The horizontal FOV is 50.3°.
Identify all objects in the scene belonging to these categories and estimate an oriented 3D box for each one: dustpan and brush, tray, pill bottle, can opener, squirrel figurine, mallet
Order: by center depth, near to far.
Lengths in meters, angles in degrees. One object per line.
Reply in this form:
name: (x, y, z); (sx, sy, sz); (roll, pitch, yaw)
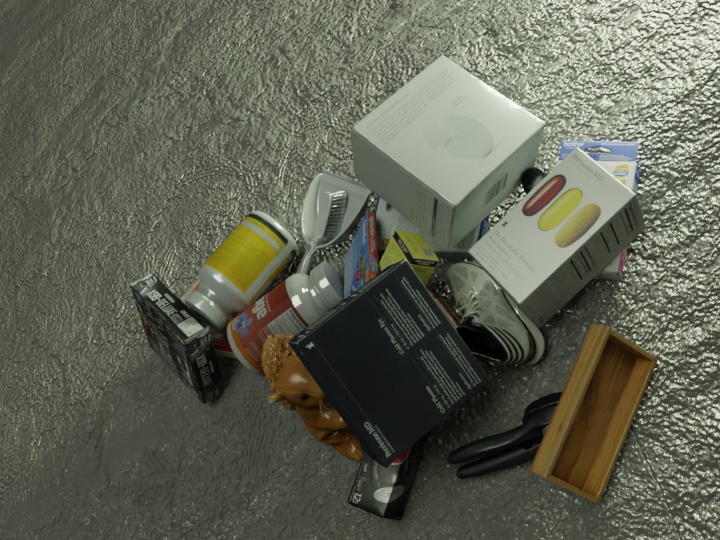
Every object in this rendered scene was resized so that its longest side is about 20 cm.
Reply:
tray: (0.296, 0.181, 0.969); (0.037, 0.098, 0.201); (8, 71, 64)
can opener: (0.211, 0.235, 1.035); (0.199, 0.079, 0.064); (-33, 94, 20)
mallet: (0.251, -0.050, 1.144); (0.041, 0.066, 0.202); (10, 90, 28)
squirrel figurine: (-0.081, 0.176, 1.153); (0.199, 0.186, 0.142); (19, 80, 35)
pill bottle: (-0.114, 0.077, 1.266); (0.199, 0.112, 0.113); (-36, 55, 13)
dustpan and brush: (-0.067, -0.066, 1.328); (0.139, 0.057, 0.202); (25, 103, 42)
pill bottle: (-0.209, 0.002, 1.328); (0.112, 0.112, 0.200); (26, 68, 37)

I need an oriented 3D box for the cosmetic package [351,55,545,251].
cosmetic package: (0.125, -0.175, 1.127); (0.199, 0.123, 0.200); (-41, 67, -19)

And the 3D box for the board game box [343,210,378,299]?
board game box: (0.000, 0.000, 1.199); (0.201, 0.019, 0.103); (-90, 21, -55)

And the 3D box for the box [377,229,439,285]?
box: (0.044, 0.042, 1.149); (0.201, 0.050, 0.075); (-65, 34, 27)

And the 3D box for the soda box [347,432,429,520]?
soda box: (0.052, 0.252, 1.109); (0.063, 0.071, 0.201); (13, 77, 30)

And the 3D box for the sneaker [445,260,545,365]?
sneaker: (0.165, 0.054, 1.088); (0.201, 0.115, 0.076); (51, 123, 36)

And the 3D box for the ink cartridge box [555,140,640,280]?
ink cartridge box: (0.330, -0.089, 1.104); (0.119, 0.042, 0.202); (6, 76, 32)

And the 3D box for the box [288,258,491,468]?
box: (0.035, 0.121, 1.023); (0.182, 0.104, 0.201); (-36, 93, -13)

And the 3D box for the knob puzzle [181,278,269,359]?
knob puzzle: (-0.266, 0.063, 1.419); (0.218, 0.030, 0.221); (-13, 63, 27)

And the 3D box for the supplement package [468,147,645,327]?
supplement package: (0.265, -0.042, 1.030); (0.200, 0.109, 0.114); (-45, 57, 5)

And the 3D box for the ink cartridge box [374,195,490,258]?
ink cartridge box: (0.120, -0.115, 1.247); (0.199, 0.041, 0.201); (2, 70, 34)

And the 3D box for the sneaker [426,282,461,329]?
sneaker: (0.092, 0.070, 1.165); (0.080, 0.071, 0.200); (-45, 49, 12)

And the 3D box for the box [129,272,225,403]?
box: (-0.324, 0.119, 1.354); (0.050, 0.159, 0.200); (-31, 46, -28)
